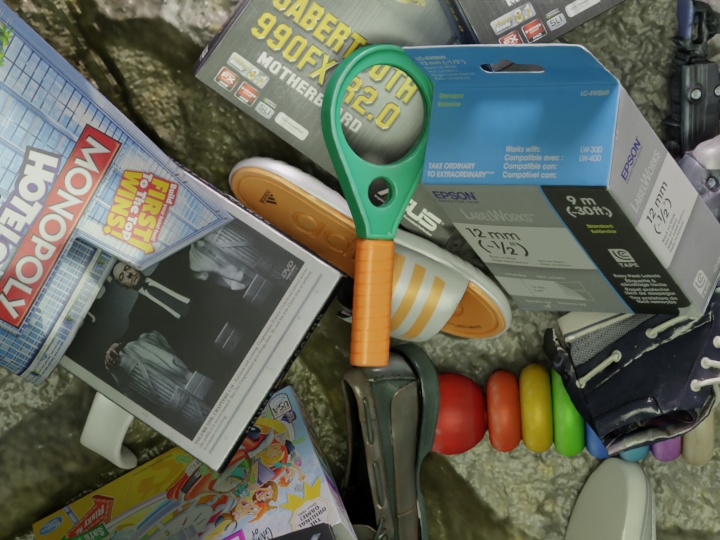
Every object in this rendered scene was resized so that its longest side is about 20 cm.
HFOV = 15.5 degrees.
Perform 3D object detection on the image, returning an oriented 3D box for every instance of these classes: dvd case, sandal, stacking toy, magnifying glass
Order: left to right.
[{"bbox_3d":[-0.130,0.012,1.686,0.200,0.025,0.151,33,92,11],"label":"dvd case"},{"bbox_3d":[-0.003,0.003,1.708,0.206,0.079,0.059,29,59,-4],"label":"sandal"},{"bbox_3d":[0.011,-0.041,1.652,0.079,0.022,0.201,2,95,-27],"label":"magnifying glass"},{"bbox_3d":[0.132,0.089,1.750,0.199,0.085,0.086,-2,105,4],"label":"stacking toy"}]

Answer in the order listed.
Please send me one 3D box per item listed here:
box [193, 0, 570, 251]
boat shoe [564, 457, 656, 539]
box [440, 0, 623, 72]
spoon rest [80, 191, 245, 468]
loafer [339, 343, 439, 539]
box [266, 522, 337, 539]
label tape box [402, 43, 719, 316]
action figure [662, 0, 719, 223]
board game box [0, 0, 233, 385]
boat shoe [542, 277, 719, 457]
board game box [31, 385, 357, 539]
[{"bbox_3d":[0.018,-0.133,1.691,0.200,0.048,0.159,36,101,-12],"label":"box"},{"bbox_3d":[0.179,0.223,1.791,0.068,0.072,0.201,1,99,-25],"label":"boat shoe"},{"bbox_3d":[0.126,-0.237,1.633,0.199,0.048,0.159,-28,99,-9],"label":"box"},{"bbox_3d":[-0.128,0.040,1.718,0.099,0.061,0.201,29,104,8],"label":"spoon rest"},{"bbox_3d":[0.006,0.143,1.739,0.063,0.072,0.201,-10,118,-31],"label":"loafer"},{"bbox_3d":[-0.100,0.260,1.678,0.199,0.050,0.199,-16,138,-11],"label":"box"},{"bbox_3d":[0.118,-0.054,1.614,0.200,0.143,0.066,47,57,-40],"label":"label tape box"},{"bbox_3d":[0.254,-0.077,1.695,0.192,0.105,0.201,-13,109,-10],"label":"action figure"},{"bbox_3d":[-0.191,-0.036,1.615,0.199,0.062,0.201,28,90,-16],"label":"board game box"},{"bbox_3d":[0.222,0.049,1.676,0.199,0.093,0.075,-23,147,8],"label":"boat shoe"},{"bbox_3d":[-0.109,0.174,1.722,0.199,0.135,0.034,-29,132,4],"label":"board game box"}]
